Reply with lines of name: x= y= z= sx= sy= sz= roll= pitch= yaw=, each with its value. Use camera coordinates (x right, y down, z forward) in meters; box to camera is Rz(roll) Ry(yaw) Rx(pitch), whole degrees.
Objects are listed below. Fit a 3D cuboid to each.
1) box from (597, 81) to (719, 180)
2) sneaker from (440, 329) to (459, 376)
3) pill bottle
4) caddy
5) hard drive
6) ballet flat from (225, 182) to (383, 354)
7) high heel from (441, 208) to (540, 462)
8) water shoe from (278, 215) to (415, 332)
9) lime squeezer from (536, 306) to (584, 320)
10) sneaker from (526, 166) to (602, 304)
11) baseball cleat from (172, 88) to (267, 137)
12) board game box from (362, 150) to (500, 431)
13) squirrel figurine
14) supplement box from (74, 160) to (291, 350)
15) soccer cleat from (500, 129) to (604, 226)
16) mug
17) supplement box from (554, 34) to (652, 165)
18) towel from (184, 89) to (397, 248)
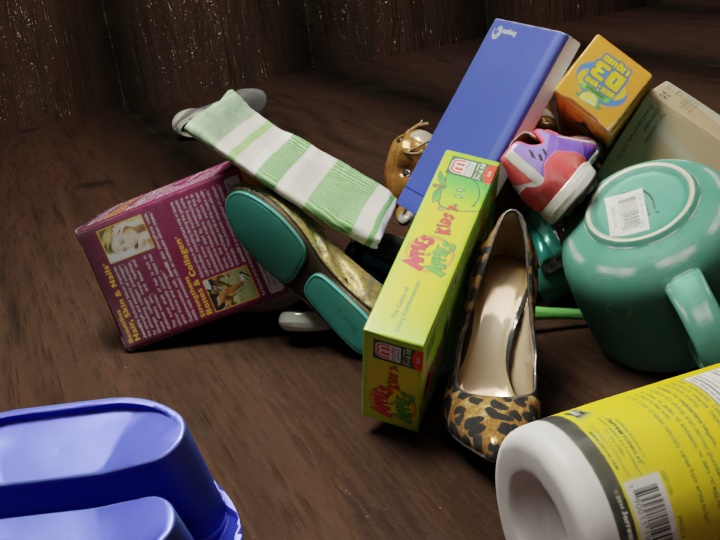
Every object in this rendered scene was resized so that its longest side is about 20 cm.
box: x=0.320 y=-0.071 z=1.022 sx=0.199 sy=0.096 sz=0.078 roll=36 pitch=28 yaw=14
sneaker: x=0.071 y=0.032 z=1.018 sx=0.079 sy=0.078 sz=0.201 roll=-4 pitch=32 yaw=12
pill bottle: x=0.183 y=0.114 z=0.634 sx=0.198 sy=0.114 sz=0.112 roll=-13 pitch=18 yaw=-18
caddy: x=-0.170 y=0.160 z=0.681 sx=0.198 sy=0.106 sz=0.142 roll=-7 pitch=40 yaw=4
hard drive: x=0.113 y=-0.131 z=1.069 sx=0.025 sy=0.201 sz=0.132 roll=26 pitch=5 yaw=-27
ballet flat: x=-0.039 y=-0.007 z=1.048 sx=0.071 sy=0.200 sz=0.071 roll=-45 pitch=-6 yaw=-6
high heel: x=0.099 y=0.043 z=0.841 sx=0.071 sy=0.144 sz=0.200 roll=5 pitch=18 yaw=5
water shoe: x=0.000 y=0.000 z=1.124 sx=0.199 sy=0.080 sz=0.071 roll=-21 pitch=10 yaw=-30
lime squeezer: x=0.124 y=0.031 z=1.057 sx=0.198 sy=0.038 sz=0.070 roll=4 pitch=22 yaw=39
sneaker: x=0.220 y=-0.006 z=1.060 sx=0.121 sy=0.084 sz=0.200 roll=-44 pitch=55 yaw=3
baseball cleat: x=-0.266 y=-0.297 z=2.266 sx=0.198 sy=0.070 sz=0.106 roll=-23 pitch=27 yaw=-12
board game box: x=0.056 y=0.012 z=0.902 sx=0.047 sy=0.102 sz=0.201 roll=15 pitch=49 yaw=13
squirrel figurine: x=0.125 y=-0.086 z=1.206 sx=0.185 sy=0.201 sz=0.142 roll=-18 pitch=36 yaw=10
supplement box: x=-0.155 y=-0.024 z=1.142 sx=0.198 sy=0.132 sz=0.103 roll=-19 pitch=13 yaw=13
soccer cleat: x=0.161 y=-0.096 z=0.993 sx=0.068 sy=0.073 sz=0.200 roll=-49 pitch=1 yaw=20
mug: x=0.246 y=-0.010 z=0.907 sx=0.152 sy=0.115 sz=0.184 roll=-46 pitch=38 yaw=-18
supplement box: x=0.224 y=-0.151 z=1.075 sx=0.066 sy=0.069 sz=0.200 roll=39 pitch=6 yaw=10
towel: x=-0.057 y=-0.096 z=1.081 sx=0.199 sy=0.023 sz=0.153 roll=34 pitch=20 yaw=-4
